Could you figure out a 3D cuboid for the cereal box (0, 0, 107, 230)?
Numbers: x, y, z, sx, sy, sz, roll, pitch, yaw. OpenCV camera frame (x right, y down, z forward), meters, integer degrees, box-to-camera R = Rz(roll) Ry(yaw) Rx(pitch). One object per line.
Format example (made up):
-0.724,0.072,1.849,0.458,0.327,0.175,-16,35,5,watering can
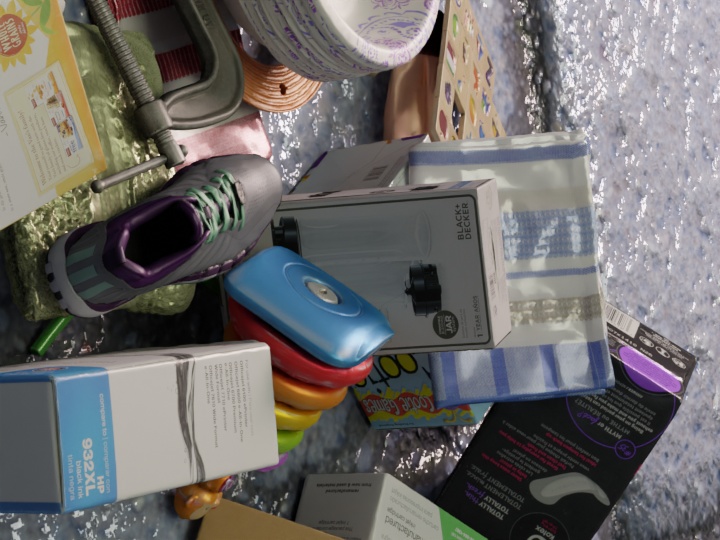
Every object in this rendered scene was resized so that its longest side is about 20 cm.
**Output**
-0.254,-0.082,1.279,0.200,0.039,0.144,-32,125,-31,cereal box

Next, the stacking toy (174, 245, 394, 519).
-0.073,0.094,1.471,0.200,0.110,0.116,-59,170,19,stacking toy

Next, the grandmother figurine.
0.047,-0.174,1.737,0.121,0.060,0.201,0,88,-61,grandmother figurine

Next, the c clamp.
-0.147,-0.161,1.430,0.171,0.027,0.201,-18,83,-48,c clamp

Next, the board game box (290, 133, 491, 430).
0.031,0.012,1.651,0.105,0.103,0.201,-52,124,-43,board game box

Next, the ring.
-0.080,-0.214,1.584,0.200,0.019,0.201,18,68,-55,ring

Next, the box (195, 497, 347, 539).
-0.058,0.271,1.488,0.163,0.021,0.201,19,64,-4,box

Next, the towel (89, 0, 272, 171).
-0.129,-0.159,1.532,0.144,0.023,0.201,-27,107,-52,towel

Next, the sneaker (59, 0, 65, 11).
-0.269,-0.165,1.318,0.199,0.076,0.077,0,91,-43,sneaker

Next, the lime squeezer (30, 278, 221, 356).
-0.156,0.003,1.475,0.200,0.038,0.071,-18,131,-53,lime squeezer

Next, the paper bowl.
-0.034,-0.235,1.546,0.200,0.104,0.202,18,68,-55,paper bowl

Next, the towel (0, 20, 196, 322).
-0.180,-0.067,1.407,0.148,0.036,0.201,-3,80,-42,towel

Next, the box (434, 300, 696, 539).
0.160,0.132,1.694,0.200,0.122,0.106,-59,175,21,box

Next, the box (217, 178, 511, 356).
0.000,0.000,1.523,0.060,0.199,0.117,-34,118,-71,box

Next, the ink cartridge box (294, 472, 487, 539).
0.008,0.270,1.603,0.146,0.084,0.201,37,58,-44,ink cartridge box

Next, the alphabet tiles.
0.094,-0.121,1.773,0.200,0.008,0.168,63,28,-51,alphabet tiles

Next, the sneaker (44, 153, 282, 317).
-0.104,-0.027,1.378,0.200,0.087,0.075,-33,99,-42,sneaker

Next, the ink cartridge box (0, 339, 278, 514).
-0.168,0.097,1.345,0.200,0.145,0.084,-7,91,-53,ink cartridge box

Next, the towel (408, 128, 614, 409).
0.113,-0.003,1.590,0.146,0.024,0.201,-4,84,-15,towel
